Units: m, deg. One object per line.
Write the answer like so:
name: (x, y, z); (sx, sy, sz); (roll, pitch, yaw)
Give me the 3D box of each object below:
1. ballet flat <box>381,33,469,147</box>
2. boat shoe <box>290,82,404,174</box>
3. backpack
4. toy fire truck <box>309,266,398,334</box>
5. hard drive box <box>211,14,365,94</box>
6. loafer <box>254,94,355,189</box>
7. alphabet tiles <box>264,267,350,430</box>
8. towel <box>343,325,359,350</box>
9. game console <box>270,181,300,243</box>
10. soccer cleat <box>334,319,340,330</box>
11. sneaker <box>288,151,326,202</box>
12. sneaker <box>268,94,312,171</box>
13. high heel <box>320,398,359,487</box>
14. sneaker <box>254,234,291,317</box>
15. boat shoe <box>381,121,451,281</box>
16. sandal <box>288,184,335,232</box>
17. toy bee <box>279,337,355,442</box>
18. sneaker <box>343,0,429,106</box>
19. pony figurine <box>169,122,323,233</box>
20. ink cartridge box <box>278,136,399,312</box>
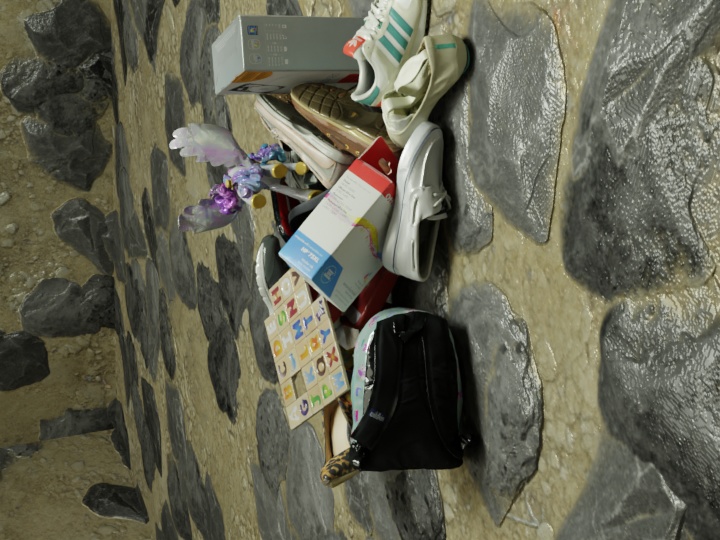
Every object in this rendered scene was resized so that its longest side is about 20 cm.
ballet flat: (0.061, -0.216, 1.344); (0.200, 0.069, 0.070); (-53, 48, 51)
boat shoe: (-0.021, -0.194, 1.505); (0.200, 0.072, 0.068); (33, 136, 28)
backpack: (0.053, 0.147, 1.395); (0.127, 0.166, 0.202); (175, 95, -73)
toy fire truck: (0.000, 0.000, 1.555); (0.169, 0.112, 0.200); (-61, 26, 10)
hard drive box: (-0.093, -0.301, 1.550); (0.156, 0.199, 0.077); (170, 94, -69)
loafer: (-0.092, -0.187, 1.585); (0.200, 0.072, 0.063); (39, 113, 32)
alphabet tiles: (-0.081, 0.098, 1.515); (0.167, 0.008, 0.201); (-42, 58, 50)
towel: (0.021, 0.136, 1.623); (0.200, 0.034, 0.134); (-165, 69, -67)
game console: (-0.132, -0.031, 1.771); (0.173, 0.118, 0.200); (55, -170, -31)
soccer cleat: (-0.058, 0.052, 1.772); (0.087, 0.070, 0.200); (-63, 14, -1)
sneaker: (-0.087, -0.178, 1.742); (0.088, 0.074, 0.201); (151, 111, -65)
sneaker: (-0.071, -0.210, 1.675); (0.067, 0.090, 0.201); (-37, 59, 15)
high heel: (-0.045, 0.237, 1.614); (0.143, 0.071, 0.200); (60, -162, 4)
sneaker: (-0.099, 0.038, 1.649); (0.075, 0.084, 0.201); (-68, -34, -68)
boat shoe: (0.082, -0.083, 1.376); (0.065, 0.073, 0.201); (24, 118, 30)
sandal: (-0.048, -0.080, 1.590); (0.200, 0.076, 0.043); (-31, 63, 61)
toy bee: (-0.017, 0.146, 1.569); (0.109, 0.200, 0.131); (-39, 19, 32)
sneaker: (0.029, -0.301, 1.390); (0.070, 0.093, 0.201); (-134, 42, -56)
pony figurine: (-0.175, -0.136, 1.664); (0.200, 0.192, 0.168); (19, 111, 55)
ink cartridge box: (0.000, -0.059, 1.416); (0.067, 0.200, 0.116); (37, 175, 31)
